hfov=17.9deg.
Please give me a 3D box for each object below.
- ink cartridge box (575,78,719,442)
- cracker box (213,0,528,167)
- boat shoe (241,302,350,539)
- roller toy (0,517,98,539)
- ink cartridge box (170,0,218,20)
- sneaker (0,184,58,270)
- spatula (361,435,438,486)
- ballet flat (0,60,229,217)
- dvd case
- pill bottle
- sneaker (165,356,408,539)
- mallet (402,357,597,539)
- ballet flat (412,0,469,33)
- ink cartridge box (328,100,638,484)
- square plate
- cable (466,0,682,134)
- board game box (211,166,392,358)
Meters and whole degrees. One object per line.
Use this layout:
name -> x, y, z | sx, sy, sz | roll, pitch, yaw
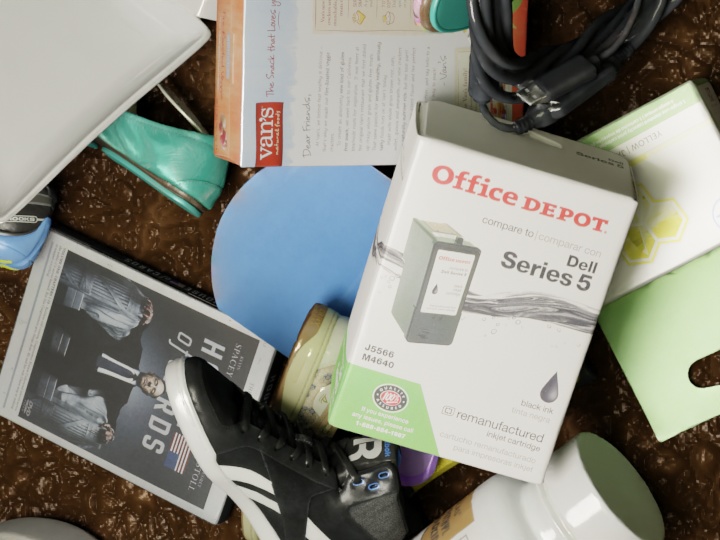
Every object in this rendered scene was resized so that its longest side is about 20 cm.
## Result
ink cartridge box -> 0.202, -0.003, 1.475 | 0.145, 0.048, 0.201 | -28, 86, 23
cracker box -> 0.007, -0.137, 1.460 | 0.198, 0.058, 0.135 | -2, 101, -23
boat shoe -> -0.034, 0.115, 1.558 | 0.062, 0.074, 0.201 | 20, 128, 2
roller toy -> -0.255, 0.282, 1.650 | 0.183, 0.140, 0.200 | 47, 112, 9
ink cartridge box -> -0.088, -0.274, 1.496 | 0.146, 0.084, 0.202 | 33, 111, 44
sneaker -> -0.301, -0.073, 1.657 | 0.199, 0.071, 0.083 | 29, 80, 21
spatula -> 0.042, 0.049, 1.521 | 0.056, 0.021, 0.202 | 18, 113, 15
ballet flat -> -0.174, -0.110, 1.603 | 0.199, 0.067, 0.071 | 28, 84, 15
dvd case -> -0.161, 0.074, 1.642 | 0.199, 0.025, 0.151 | 25, 107, 17
pill bottle -> 0.098, 0.199, 1.511 | 0.200, 0.114, 0.115 | -40, 83, 22
sneaker -> -0.036, 0.115, 1.489 | 0.111, 0.073, 0.201 | -25, 121, 13
mallet -> 0.069, 0.109, 1.554 | 0.200, 0.041, 0.066 | -42, 80, 17
ballet flat -> 0.090, -0.207, 1.423 | 0.071, 0.199, 0.069 | 41, 144, 27
ink cartridge box -> 0.075, 0.013, 1.435 | 0.144, 0.084, 0.201 | 16, 109, -3
square plate -> -0.236, -0.157, 1.579 | 0.198, 0.028, 0.200 | -43, 71, -9
cable -> 0.137, -0.186, 1.397 | 0.051, 0.199, 0.164 | 35, 153, 43
board game box -> 0.000, 0.000, 1.553 | 0.199, 0.039, 0.158 | 34, 118, -4
